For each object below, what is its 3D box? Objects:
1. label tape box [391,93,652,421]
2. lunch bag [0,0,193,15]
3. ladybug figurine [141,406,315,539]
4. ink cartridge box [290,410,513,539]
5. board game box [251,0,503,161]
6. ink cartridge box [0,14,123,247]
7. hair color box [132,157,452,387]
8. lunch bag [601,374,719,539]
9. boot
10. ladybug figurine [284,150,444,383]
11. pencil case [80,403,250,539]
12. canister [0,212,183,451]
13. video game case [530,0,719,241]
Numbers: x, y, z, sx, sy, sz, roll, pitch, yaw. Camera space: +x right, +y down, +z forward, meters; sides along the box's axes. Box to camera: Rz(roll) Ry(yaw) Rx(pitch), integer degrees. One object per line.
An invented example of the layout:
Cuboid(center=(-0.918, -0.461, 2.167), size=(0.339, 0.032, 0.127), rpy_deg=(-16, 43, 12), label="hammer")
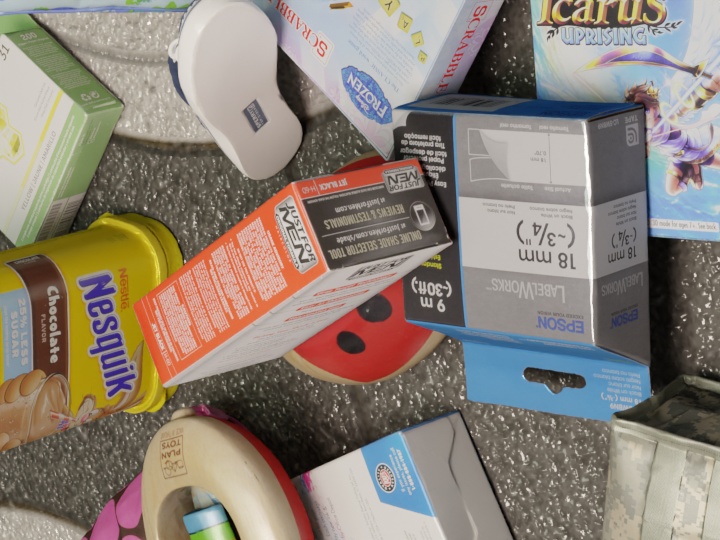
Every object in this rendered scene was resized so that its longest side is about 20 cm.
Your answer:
Cuboid(center=(0.098, -0.001, 1.288), size=(0.144, 0.063, 0.200), rpy_deg=(6, 106, 39), label="label tape box")
Cuboid(center=(-0.182, -0.253, 1.424), size=(0.082, 0.200, 0.161), rpy_deg=(-111, 26, -55), label="lunch bag")
Cuboid(center=(-0.082, 0.186, 1.459), size=(0.136, 0.072, 0.200), rpy_deg=(-17, 90, 43), label="ladybug figurine")
Cuboid(center=(0.002, 0.186, 1.479), size=(0.200, 0.067, 0.116), rpy_deg=(-28, 82, 42), label="ink cartridge box")
Cuboid(center=(0.008, -0.208, 1.343), size=(0.200, 0.041, 0.200), rpy_deg=(49, 130, 27), label="board game box")
Cuboid(center=(-0.280, -0.130, 1.652), size=(0.200, 0.048, 0.146), rpy_deg=(43, 127, 21), label="ink cartridge box")
Cuboid(center=(-0.045, 0.003, 1.315), size=(0.200, 0.101, 0.061), rpy_deg=(-33, 75, 48), label="hair color box")
Cuboid(center=(0.244, 0.171, 1.236), size=(0.200, 0.118, 0.164), rpy_deg=(15, 111, 31), label="lunch bag")
Cuboid(center=(-0.101, -0.138, 1.420), size=(0.090, 0.073, 0.200), rpy_deg=(45, 166, 25), label="boot")
Cuboid(center=(0.000, 0.000, 1.417), size=(0.136, 0.072, 0.200), rpy_deg=(53, 129, 17), label="ladybug figurine")
Cuboid(center=(-0.146, 0.180, 1.599), size=(0.200, 0.091, 0.094), rpy_deg=(-47, 36, 36), label="pencil case")
Cuboid(center=(-0.228, 0.049, 1.551), size=(0.086, 0.200, 0.149), rpy_deg=(17, 113, 37), label="canister")
Cuboid(center=(0.192, -0.110, 1.249), size=(0.200, 0.045, 0.182), rpy_deg=(5, 104, 40), label="video game case")
